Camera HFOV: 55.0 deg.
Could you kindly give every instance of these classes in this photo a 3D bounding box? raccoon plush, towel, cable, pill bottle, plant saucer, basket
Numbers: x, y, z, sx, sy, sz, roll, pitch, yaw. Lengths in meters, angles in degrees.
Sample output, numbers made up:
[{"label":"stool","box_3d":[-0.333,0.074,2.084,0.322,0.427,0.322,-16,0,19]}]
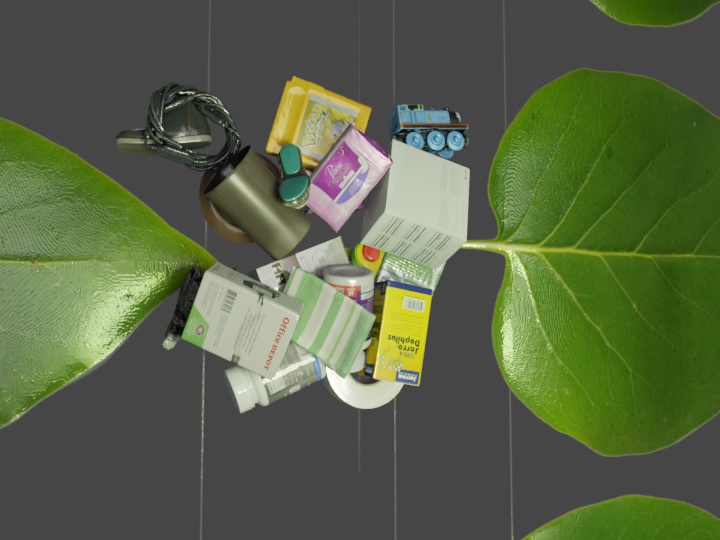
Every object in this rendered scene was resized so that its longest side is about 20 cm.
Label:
[{"label":"raccoon plush","box_3d":[-0.318,0.083,1.447,0.132,0.097,0.203,24,104,-27]},{"label":"towel","box_3d":[-0.080,0.101,1.372,0.198,0.023,0.155,33,114,17]},{"label":"cable","box_3d":[-0.338,-0.291,1.413,0.196,0.051,0.168,13,72,-24]},{"label":"pill bottle","box_3d":[-0.029,0.099,1.423,0.109,0.111,0.206,-3,105,-18]},{"label":"plant saucer","box_3d":[-0.249,-0.163,1.498,0.195,0.034,0.206,2,84,-18]},{"label":"towel","box_3d":[0.108,0.020,1.612,0.147,0.031,0.204,25,81,-13]},{"label":"pill bottle","box_3d":[-0.180,0.212,1.450,0.196,0.113,0.116,-23,93,-18]},{"label":"basket","box_3d":[-0.206,-0.133,1.419,0.136,0.181,0.200,-41,111,3]}]

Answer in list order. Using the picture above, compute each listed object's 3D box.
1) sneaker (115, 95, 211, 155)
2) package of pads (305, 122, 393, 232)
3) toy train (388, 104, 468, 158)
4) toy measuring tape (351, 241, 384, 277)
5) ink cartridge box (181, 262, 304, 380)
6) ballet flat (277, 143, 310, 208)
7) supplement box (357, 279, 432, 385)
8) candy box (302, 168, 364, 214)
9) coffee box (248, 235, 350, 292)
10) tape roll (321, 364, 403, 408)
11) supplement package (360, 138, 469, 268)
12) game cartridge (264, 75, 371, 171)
[{"label":"sneaker","box_3d":[-0.414,-0.305,1.438,0.196,0.074,0.109,-9,84,-28]},{"label":"package of pads","box_3d":[-0.035,-0.194,1.449,0.120,0.076,0.201,38,106,-12]},{"label":"toy train","box_3d":[0.160,-0.327,1.624,0.195,0.087,0.117,-5,81,-19]},{"label":"toy measuring tape","box_3d":[0.000,0.000,1.537,0.073,0.073,0.203,31,61,-14]},{"label":"ink cartridge box","box_3d":[-0.226,0.098,1.343,0.196,0.084,0.148,25,104,-1]},{"label":"ballet flat","box_3d":[-0.131,-0.173,1.392,0.066,0.203,0.076,-13,133,1]},{"label":"supplement box","box_3d":[0.073,0.132,1.470,0.107,0.109,0.206,11,82,-17]},{"label":"candy box","box_3d":[-0.069,-0.234,1.549,0.133,0.061,0.206,-6,87,-18]},{"label":"coffee box","box_3d":[-0.130,0.002,1.483,0.196,0.114,0.081,-22,93,-18]},{"label":"tape roll","box_3d":[0.008,0.200,1.537,0.197,0.071,0.208,2,85,-18]},{"label":"supplement package","box_3d":[0.121,-0.144,1.534,0.196,0.147,0.195,17,59,-16]},{"label":"game cartridge","box_3d":[-0.090,-0.305,1.499,0.196,0.032,0.181,18,81,-14]}]
